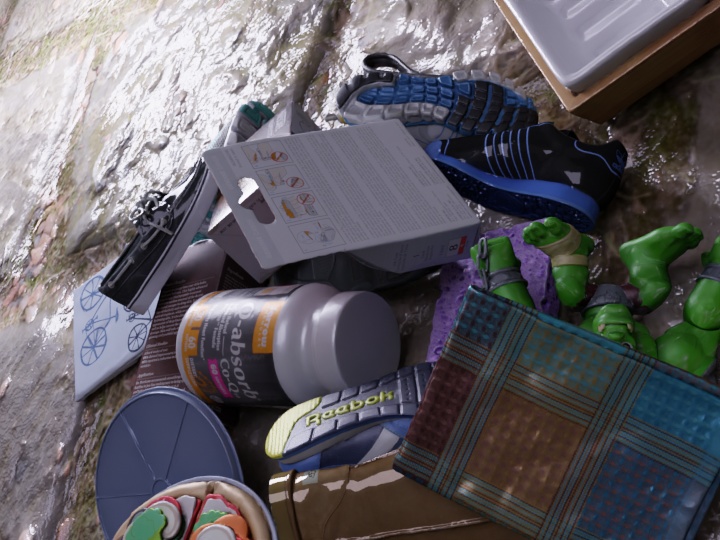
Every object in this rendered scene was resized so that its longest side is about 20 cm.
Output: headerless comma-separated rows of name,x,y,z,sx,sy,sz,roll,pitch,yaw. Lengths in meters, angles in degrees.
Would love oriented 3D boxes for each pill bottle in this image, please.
pill bottle,-0.069,0.071,0.830,0.199,0.116,0.117,-6,59,39

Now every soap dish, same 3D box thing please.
soap dish,0.226,-0.238,0.808,0.157,0.081,0.200,-35,44,18

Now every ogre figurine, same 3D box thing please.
ogre figurine,0.185,0.029,0.650,0.098,0.199,0.120,114,160,-69

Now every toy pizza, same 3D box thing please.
toy pizza,-0.182,0.213,0.860,0.199,0.032,0.201,-2,87,33
toy pizza,-0.157,0.263,0.740,0.199,0.032,0.201,-18,48,21

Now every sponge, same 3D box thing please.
sponge,0.110,0.057,0.746,0.111,0.030,0.201,-11,56,38

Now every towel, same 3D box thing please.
towel,0.136,0.112,0.587,0.199,0.022,0.147,24,96,11

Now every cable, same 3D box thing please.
cable,0.056,-0.197,0.976,0.199,0.050,0.097,10,54,32

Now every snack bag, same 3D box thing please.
snack bag,-0.290,0.043,1.114,0.200,0.021,0.189,-35,45,18

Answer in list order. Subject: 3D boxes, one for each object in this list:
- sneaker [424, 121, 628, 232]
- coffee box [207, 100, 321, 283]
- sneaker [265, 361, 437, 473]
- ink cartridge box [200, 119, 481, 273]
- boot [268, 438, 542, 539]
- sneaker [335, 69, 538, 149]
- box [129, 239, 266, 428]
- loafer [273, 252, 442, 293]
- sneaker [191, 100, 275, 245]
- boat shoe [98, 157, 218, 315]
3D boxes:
sneaker,0.144,-0.097,0.798,0.200,0.070,0.078,24,76,41
coffee box,-0.087,-0.089,0.935,0.113,0.080,0.200,-38,23,16
sneaker,0.029,0.132,0.702,0.199,0.082,0.074,-17,23,14
ink cartridge box,-0.019,-0.057,0.769,0.199,0.050,0.162,-14,48,-22
boot,0.047,0.207,0.655,0.199,0.176,0.066,-13,17,10
sneaker,0.079,-0.148,0.887,0.199,0.087,0.075,9,61,19
box,-0.172,0.070,0.955,0.100,0.075,0.201,-12,57,36
loafer,0.000,0.000,0.871,0.199,0.063,0.072,-9,81,41
sneaker,-0.170,-0.111,1.090,0.091,0.077,0.201,-3,56,58
boat shoe,-0.215,-0.050,0.953,0.200,0.068,0.074,-55,20,15
